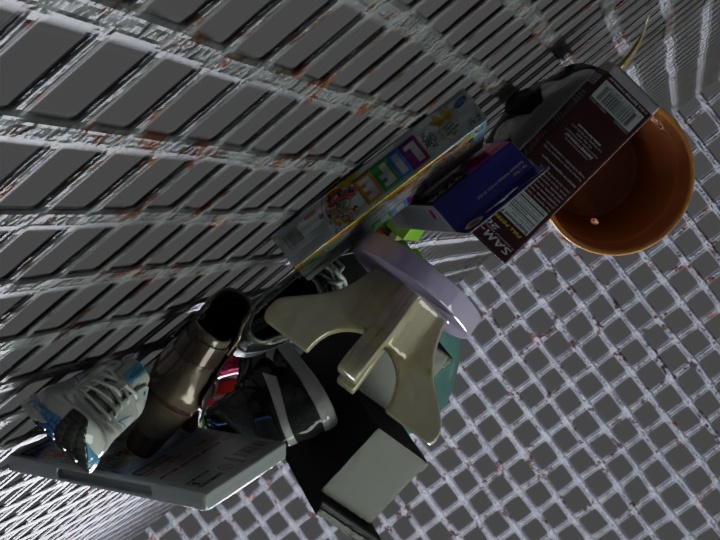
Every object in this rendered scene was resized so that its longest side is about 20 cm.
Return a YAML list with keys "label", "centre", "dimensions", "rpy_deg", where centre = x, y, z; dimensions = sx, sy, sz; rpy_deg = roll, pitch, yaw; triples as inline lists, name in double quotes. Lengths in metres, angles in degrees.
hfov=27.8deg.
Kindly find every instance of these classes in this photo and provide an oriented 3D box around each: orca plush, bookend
- label: "orca plush"
  centre: [0.165, -0.130, 1.459]
  dimensions: [0.201, 0.105, 0.071]
  rpy_deg: [-64, -155, 20]
- label: "bookend"
  centre: [0.019, 0.132, 1.431]
  dimensions: [0.200, 0.092, 0.199]
  rpy_deg: [-48, -148, 6]

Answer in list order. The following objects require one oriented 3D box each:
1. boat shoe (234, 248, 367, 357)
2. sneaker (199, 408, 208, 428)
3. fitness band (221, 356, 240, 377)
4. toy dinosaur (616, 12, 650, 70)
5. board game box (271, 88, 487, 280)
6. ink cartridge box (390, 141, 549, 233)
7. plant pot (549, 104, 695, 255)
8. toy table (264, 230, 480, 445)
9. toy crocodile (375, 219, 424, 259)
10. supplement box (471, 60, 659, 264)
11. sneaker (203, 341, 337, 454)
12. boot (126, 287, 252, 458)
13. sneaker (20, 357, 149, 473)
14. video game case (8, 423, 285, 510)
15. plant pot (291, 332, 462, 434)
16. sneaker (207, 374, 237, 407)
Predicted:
- label: "boat shoe"
  centre: [-0.042, 0.020, 1.393]
  dimensions: [0.199, 0.074, 0.068]
  rpy_deg: [-23, -179, -33]
- label: "sneaker"
  centre: [-0.185, 0.150, 1.478]
  dimensions: [0.088, 0.077, 0.200]
  rpy_deg: [-18, 173, -28]
- label: "fitness band"
  centre: [-0.121, 0.145, 1.591]
  dimensions: [0.143, 0.038, 0.200]
  rpy_deg: [-33, 145, 29]
- label: "toy dinosaur"
  centre: [0.246, -0.187, 1.576]
  dimensions: [0.200, 0.058, 0.101]
  rpy_deg: [-38, 173, 0]
- label: "board game box"
  centre: [0.019, -0.070, 1.247]
  dimensions: [0.200, 0.034, 0.134]
  rpy_deg: [-38, 174, 0]
- label: "ink cartridge box"
  centre: [0.090, -0.075, 1.321]
  dimensions: [0.095, 0.037, 0.200]
  rpy_deg: [-39, -165, -11]
- label: "plant pot"
  centre: [0.312, -0.127, 1.869]
  dimensions: [0.200, 0.200, 0.140]
  rpy_deg: [-37, -170, 1]
- label: "toy table"
  centre: [0.022, 0.052, 1.267]
  dimensions: [0.117, 0.184, 0.200]
  rpy_deg: [-52, 164, -7]
- label: "toy crocodile"
  centre: [0.000, 0.000, 1.520]
  dimensions: [0.200, 0.068, 0.062]
  rpy_deg: [-43, 165, 26]
- label: "supplement box"
  centre: [0.185, -0.103, 1.367]
  dimensions: [0.200, 0.061, 0.109]
  rpy_deg: [-46, -177, 11]
- label: "sneaker"
  centre: [-0.110, 0.111, 1.420]
  dimensions: [0.112, 0.073, 0.200]
  rpy_deg: [-27, -148, -12]
- label: "boot"
  centre: [-0.142, 0.076, 1.282]
  dimensions: [0.146, 0.070, 0.200]
  rpy_deg: [-56, -172, 22]
- label: "sneaker"
  centre: [-0.204, 0.100, 1.127]
  dimensions: [0.087, 0.075, 0.200]
  rpy_deg: [-43, -177, -7]
- label: "video game case"
  centre: [-0.185, 0.163, 1.279]
  dimensions: [0.199, 0.018, 0.143]
  rpy_deg: [7, -166, 24]
- label: "plant pot"
  centre: [0.027, 0.072, 1.651]
  dimensions: [0.200, 0.201, 0.161]
  rpy_deg: [-35, 165, -21]
- label: "sneaker"
  centre: [-0.190, 0.184, 1.713]
  dimensions: [0.200, 0.085, 0.077]
  rpy_deg: [-42, 171, 34]
